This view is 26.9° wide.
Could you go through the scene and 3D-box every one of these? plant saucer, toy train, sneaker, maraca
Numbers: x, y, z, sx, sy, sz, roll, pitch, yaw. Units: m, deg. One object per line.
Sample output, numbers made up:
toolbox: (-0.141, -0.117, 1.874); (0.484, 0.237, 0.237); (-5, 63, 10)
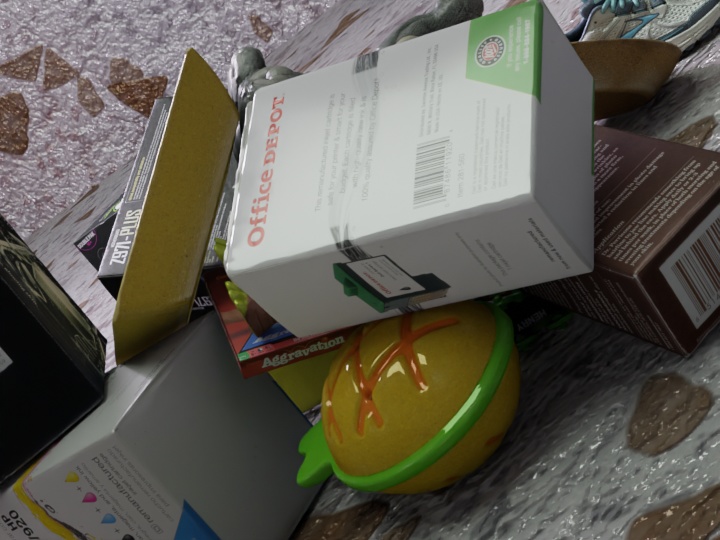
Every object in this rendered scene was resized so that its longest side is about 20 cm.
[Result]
plant saucer: (-0.131, -0.034, 1.096); (0.200, 0.048, 0.200); (123, 161, -75)
toy train: (0.064, 0.059, 1.030); (0.200, 0.042, 0.056); (-32, -2, 17)
sneaker: (0.235, -0.216, 1.308); (0.200, 0.086, 0.078); (-34, 16, 25)
maraca: (0.024, 0.080, 0.935); (0.200, 0.107, 0.137); (-22, 31, 55)
plant saucer: (0.162, -0.145, 1.225); (0.200, 0.036, 0.200); (-6, -5, -1)

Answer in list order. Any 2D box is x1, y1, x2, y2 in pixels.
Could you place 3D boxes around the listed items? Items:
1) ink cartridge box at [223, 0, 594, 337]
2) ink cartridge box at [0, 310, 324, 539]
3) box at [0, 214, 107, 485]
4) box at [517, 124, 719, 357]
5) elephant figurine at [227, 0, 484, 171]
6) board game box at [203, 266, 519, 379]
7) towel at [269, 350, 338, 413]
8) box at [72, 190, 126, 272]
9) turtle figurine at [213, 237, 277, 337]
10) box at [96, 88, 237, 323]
ink cartridge box: (0.030, -0.056, 0.888); (0.200, 0.084, 0.146); (-14, 52, 28)
ink cartridge box: (-0.152, 0.155, 1.079); (0.200, 0.147, 0.145); (-30, 16, 39)
box: (-0.293, 0.035, 1.104); (0.124, 0.200, 0.197); (-39, 13, -3)
box: (0.151, -0.027, 0.916); (0.100, 0.075, 0.200); (-44, 31, -12)
elephant figurine: (0.007, -0.110, 1.117); (0.200, 0.155, 0.142); (-5, 31, -10)
board game box: (-0.001, 0.008, 1.046); (0.200, 0.019, 0.103); (-17, 38, -11)
towel: (-0.001, 0.038, 1.186); (0.200, 0.086, 0.018); (-33, -16, 27)
box: (-0.220, -0.049, 1.843); (0.200, 0.149, 0.124); (-29, 17, 40)
turtle figurine: (-0.016, -0.032, 1.008); (0.161, 0.064, 0.200); (-29, 54, 8)
box: (-0.114, -0.056, 1.296); (0.163, 0.086, 0.200); (-5, 53, 23)
